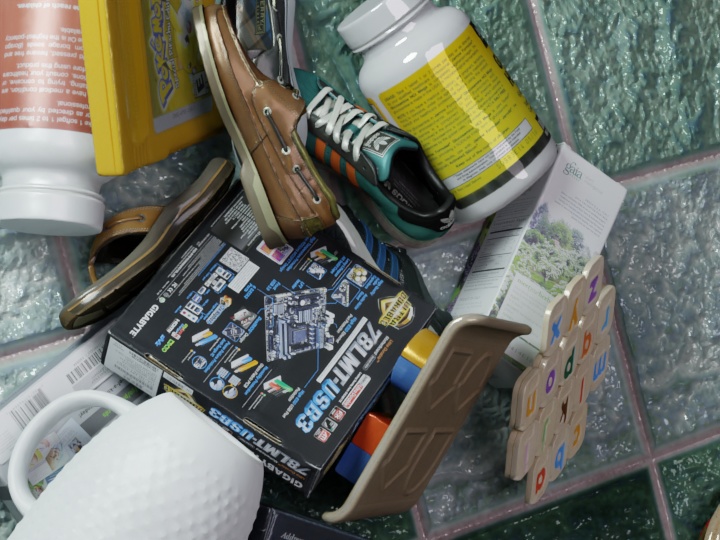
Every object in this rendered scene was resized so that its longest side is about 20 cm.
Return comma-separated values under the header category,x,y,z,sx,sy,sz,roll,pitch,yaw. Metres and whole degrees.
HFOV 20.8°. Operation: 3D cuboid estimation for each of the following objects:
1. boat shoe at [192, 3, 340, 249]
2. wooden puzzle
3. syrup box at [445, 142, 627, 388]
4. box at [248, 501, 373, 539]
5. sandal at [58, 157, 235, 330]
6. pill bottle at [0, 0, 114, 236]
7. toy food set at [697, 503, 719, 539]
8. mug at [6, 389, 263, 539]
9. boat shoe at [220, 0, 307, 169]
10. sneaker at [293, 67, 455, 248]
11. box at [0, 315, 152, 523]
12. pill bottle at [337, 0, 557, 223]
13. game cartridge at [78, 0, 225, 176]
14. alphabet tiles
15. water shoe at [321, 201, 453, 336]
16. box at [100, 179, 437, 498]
category,x,y,z,sx,sy,sz,roll,pitch,yaw
boat shoe,-0.074,-0.121,1.550,0.067,0.072,0.202,-19,97,5
wooden puzzle,0.047,0.112,1.568,0.046,0.185,0.201,36,97,17
syrup box,0.149,-0.004,1.717,0.078,0.081,0.201,32,70,-22
box,-0.050,0.295,1.533,0.199,0.124,0.198,23,81,-33
sandal,-0.175,-0.028,1.556,0.054,0.082,0.200,40,66,2
pill bottle,-0.234,-0.132,1.514,0.111,0.112,0.202,7,81,-26
toy food set,0.393,0.285,1.831,0.197,0.049,0.201,-36,101,-26
mug,-0.176,0.171,1.444,0.199,0.148,0.176,36,86,25
boat shoe,-0.088,-0.167,1.613,0.057,0.068,0.202,19,65,-61
sneaker,0.004,-0.105,1.637,0.200,0.080,0.071,41,67,-1
box,-0.196,0.162,1.543,0.156,0.041,0.201,-40,102,-25
pill bottle,0.071,-0.150,1.674,0.112,0.112,0.201,-42,104,-24
game cartridge,-0.159,-0.176,1.514,0.200,0.032,0.178,-40,127,-69
alphabet tiles,0.172,0.093,1.681,0.200,0.014,0.197,-42,141,-51
water shoe,0.000,0.000,1.658,0.201,0.071,0.079,53,32,-5
box,-0.069,0.049,1.545,0.198,0.050,0.200,33,51,6
